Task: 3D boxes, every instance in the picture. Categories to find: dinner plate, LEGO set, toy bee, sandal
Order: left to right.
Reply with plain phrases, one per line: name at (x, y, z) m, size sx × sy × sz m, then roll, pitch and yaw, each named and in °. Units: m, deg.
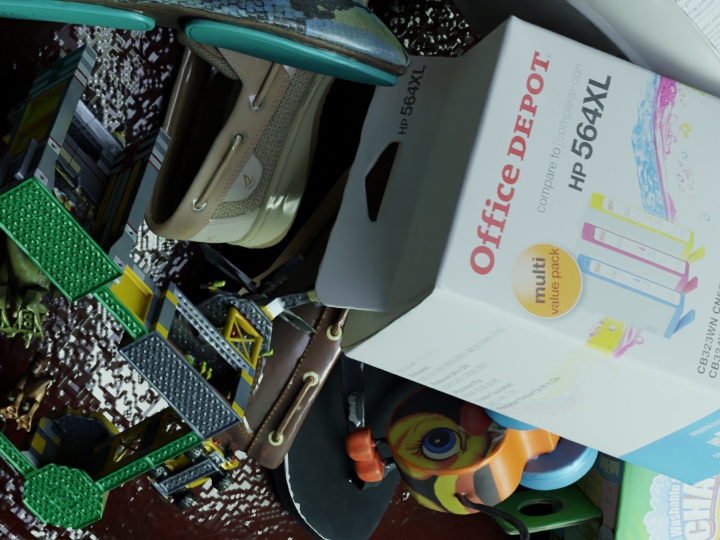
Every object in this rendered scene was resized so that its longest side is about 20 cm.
LEGO set at (-0.124, 0.001, 1.229) m, size 0.200 × 0.116 × 0.154 m, roll 42°, pitch 123°, yaw -20°
sandal at (0.011, 0.041, 1.372) m, size 0.076 × 0.043 × 0.201 m, roll 8°, pitch 104°, yaw -36°
toy bee at (0.051, 0.063, 1.318) m, size 0.200 × 0.108 × 0.131 m, roll -61°, pitch 149°, yaw -53°
dinner plate at (0.092, -0.105, 1.265) m, size 0.024 × 0.200 × 0.200 m, roll -51°, pitch 128°, yaw -11°

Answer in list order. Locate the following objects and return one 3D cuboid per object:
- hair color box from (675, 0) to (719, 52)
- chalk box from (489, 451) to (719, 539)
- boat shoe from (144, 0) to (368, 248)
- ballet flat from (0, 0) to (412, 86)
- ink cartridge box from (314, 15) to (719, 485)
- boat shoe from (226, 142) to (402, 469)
hair color box at (0.112, -0.171, 1.340) m, size 0.109 × 0.065 × 0.200 m, roll -40°, pitch 128°, yaw -13°
chalk box at (0.164, 0.117, 1.432) m, size 0.199 × 0.124 × 0.124 m, roll 5°, pitch 100°, yaw -12°
boat shoe at (-0.046, -0.104, 1.255) m, size 0.064 × 0.071 × 0.201 m, roll 2°, pitch 109°, yaw -35°
ballet flat at (-0.072, -0.126, 1.190) m, size 0.199 × 0.074 × 0.075 m, roll 10°, pitch 105°, yaw -7°
ink cartridge box at (0.092, -0.009, 1.219) m, size 0.199 × 0.125 × 0.129 m, roll 20°, pitch 71°, yaw -13°
boat shoe at (0.000, 0.000, 1.314) m, size 0.200 × 0.070 × 0.070 m, roll -51°, pitch 170°, yaw 7°
